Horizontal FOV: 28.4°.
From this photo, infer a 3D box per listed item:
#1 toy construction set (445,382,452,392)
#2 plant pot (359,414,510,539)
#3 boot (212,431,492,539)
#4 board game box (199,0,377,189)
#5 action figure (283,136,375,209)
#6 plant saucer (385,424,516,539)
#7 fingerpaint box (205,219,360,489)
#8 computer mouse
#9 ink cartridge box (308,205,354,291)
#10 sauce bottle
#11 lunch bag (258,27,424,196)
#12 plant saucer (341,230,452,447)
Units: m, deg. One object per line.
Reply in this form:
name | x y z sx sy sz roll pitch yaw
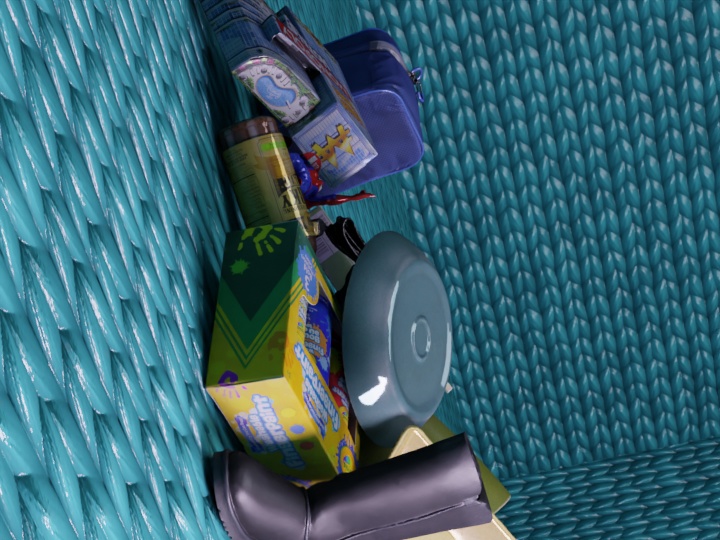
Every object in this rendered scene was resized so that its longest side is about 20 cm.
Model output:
toy construction set | 0.037 0.162 1.567 0.092 0.201 0.132 26 -20 39
plant pot | 0.020 0.195 1.428 0.201 0.186 0.187 56 5 6
boot | -0.004 0.171 1.120 0.165 0.197 0.066 67 12 -57
board game box | -0.063 -0.186 1.404 0.200 0.061 0.201 42 16 -48
action figure | -0.042 -0.106 1.518 0.200 0.098 0.066 34 44 -85
plant saucer | 0.049 0.276 1.258 0.200 0.048 0.201 49 49 -17
fingerpaint box | -0.057 0.087 1.229 0.201 0.072 0.168 66 21 -45
computer mouse | 0.000 0.000 1.410 0.141 0.046 0.200 47 17 -2
ink cartridge box | -0.013 0.011 1.734 0.146 0.048 0.200 55 1 13
sauce bottle | -0.079 -0.046 1.367 0.065 0.064 0.203 -3 74 -83
lunch bag | -0.019 -0.189 1.644 0.136 0.197 0.133 63 13 -47
plant saucer | 0.043 0.064 1.325 0.199 0.036 0.203 4 86 -63
